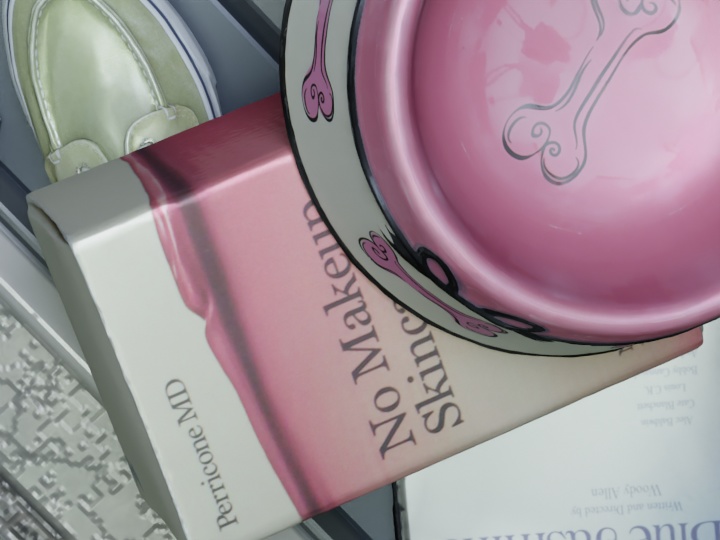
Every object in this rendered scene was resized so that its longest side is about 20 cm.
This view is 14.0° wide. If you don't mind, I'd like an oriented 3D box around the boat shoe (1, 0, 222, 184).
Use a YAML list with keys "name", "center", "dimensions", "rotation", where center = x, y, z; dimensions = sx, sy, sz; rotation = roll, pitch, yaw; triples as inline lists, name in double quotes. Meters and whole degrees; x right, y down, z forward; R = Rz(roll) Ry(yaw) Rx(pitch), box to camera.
- name: "boat shoe"
  center: [-0.079, -0.030, 1.102]
  dimensions: [0.072, 0.062, 0.200]
  rotation: [-22, 103, 8]

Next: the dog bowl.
- name: "dog bowl"
  center: [0.078, -0.066, 0.954]
  dimensions: [0.200, 0.074, 0.201]
  rotation: [-2, 99, -14]

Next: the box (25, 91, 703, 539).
- name: "box"
  center: [0.000, 0.000, 1.039]
  dimensions: [0.200, 0.109, 0.128]
  rotation: [-24, 104, -10]

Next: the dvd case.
- name: "dvd case"
  center: [0.078, 0.043, 1.138]
  dimensions: [0.142, 0.018, 0.201]
  rotation: [-5, 105, 3]
